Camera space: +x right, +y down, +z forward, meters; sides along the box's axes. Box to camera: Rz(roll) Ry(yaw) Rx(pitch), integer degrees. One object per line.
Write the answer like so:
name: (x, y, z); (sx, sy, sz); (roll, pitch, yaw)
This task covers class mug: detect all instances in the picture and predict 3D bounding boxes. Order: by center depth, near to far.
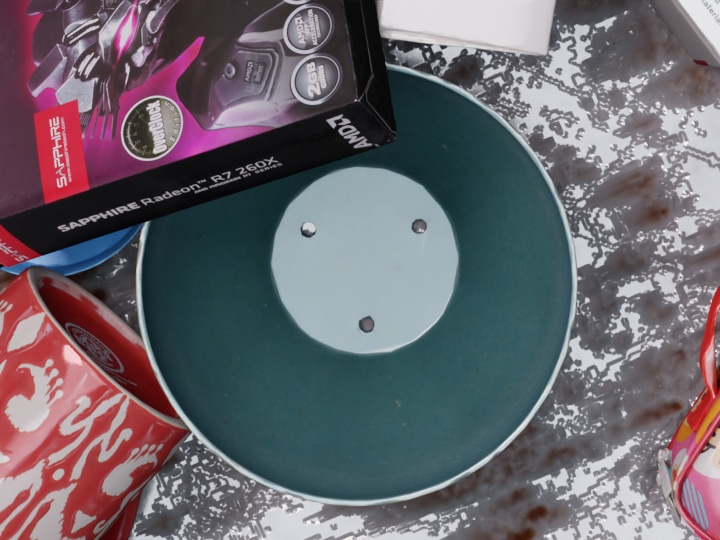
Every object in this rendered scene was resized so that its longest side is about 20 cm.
mug: (-0.177, 0.104, 1.414); (0.133, 0.177, 0.200); (45, 100, 8)

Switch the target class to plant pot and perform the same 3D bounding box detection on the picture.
plant pot: (0.000, 0.000, 1.414); (0.199, 0.135, 0.201); (0, 96, 2)

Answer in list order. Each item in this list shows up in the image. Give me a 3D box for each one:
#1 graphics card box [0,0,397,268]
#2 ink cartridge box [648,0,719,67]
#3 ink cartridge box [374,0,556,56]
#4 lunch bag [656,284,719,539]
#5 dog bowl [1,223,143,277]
graphics card box: (-0.089, -0.090, 1.332); (0.199, 0.051, 0.126); (-16, 63, 17)
ink cartridge box: (0.216, -0.186, 1.384); (0.200, 0.144, 0.084); (-37, 93, 4)
ink cartridge box: (0.056, -0.203, 1.387); (0.084, 0.146, 0.201); (9, 96, -5)
lunch bag: (0.239, 0.064, 1.439); (0.176, 0.082, 0.200); (35, 96, -1)
dog bowl: (-0.162, -0.096, 1.429); (0.111, 0.050, 0.201); (-19, 92, 6)
